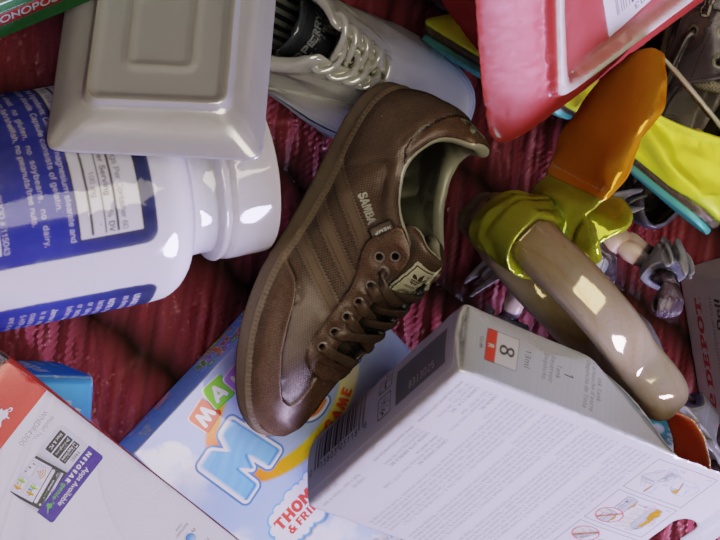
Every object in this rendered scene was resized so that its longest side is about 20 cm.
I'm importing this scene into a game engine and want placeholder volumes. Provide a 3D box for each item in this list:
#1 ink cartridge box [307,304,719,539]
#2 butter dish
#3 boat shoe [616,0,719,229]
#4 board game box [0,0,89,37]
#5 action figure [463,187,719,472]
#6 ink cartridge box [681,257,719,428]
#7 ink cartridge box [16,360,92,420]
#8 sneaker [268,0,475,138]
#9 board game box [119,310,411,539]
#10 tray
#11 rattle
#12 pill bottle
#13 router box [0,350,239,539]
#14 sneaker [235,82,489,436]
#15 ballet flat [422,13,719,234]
[{"bbox_3d":[0.096,0.103,1.410,0.200,0.162,0.050,20,51,-23],"label":"ink cartridge box"},{"bbox_3d":[0.098,-0.202,1.369,0.200,0.148,0.200,-38,147,-21],"label":"butter dish"},{"bbox_3d":[0.199,-0.112,1.485,0.072,0.065,0.200,19,111,-31],"label":"boat shoe"},{"bbox_3d":[-0.144,-0.201,1.354,0.200,0.029,0.135,-25,62,-17],"label":"board game box"},{"bbox_3d":[0.140,0.038,1.489,0.130,0.069,0.200,-23,109,28],"label":"action figure"},{"bbox_3d":[0.267,0.068,1.488,0.087,0.200,0.146,-12,100,-16],"label":"ink cartridge box"},{"bbox_3d":[-0.245,0.119,1.356,0.199,0.084,0.146,3,95,-22],"label":"ink cartridge box"},{"bbox_3d":[-0.021,-0.115,1.429,0.200,0.071,0.073,20,87,-21],"label":"sneaker"},{"bbox_3d":[-0.013,0.111,1.471,0.151,0.037,0.200,-47,108,-11],"label":"board game box"},{"bbox_3d":[-0.097,-0.143,1.348,0.107,0.022,0.200,2,56,1],"label":"tray"},{"bbox_3d":[0.157,0.007,1.413,0.200,0.130,0.143,45,68,-9],"label":"rattle"},{"bbox_3d":[-0.149,-0.036,1.361,0.199,0.120,0.120,-11,98,-20],"label":"pill bottle"},{"bbox_3d":[-0.174,0.169,1.318,0.179,0.049,0.200,40,81,-22],"label":"router box"},{"bbox_3d":[0.000,0.000,1.392,0.070,0.075,0.200,22,90,-55],"label":"sneaker"},{"bbox_3d":[0.131,-0.099,1.446,0.200,0.067,0.067,34,95,3],"label":"ballet flat"}]
